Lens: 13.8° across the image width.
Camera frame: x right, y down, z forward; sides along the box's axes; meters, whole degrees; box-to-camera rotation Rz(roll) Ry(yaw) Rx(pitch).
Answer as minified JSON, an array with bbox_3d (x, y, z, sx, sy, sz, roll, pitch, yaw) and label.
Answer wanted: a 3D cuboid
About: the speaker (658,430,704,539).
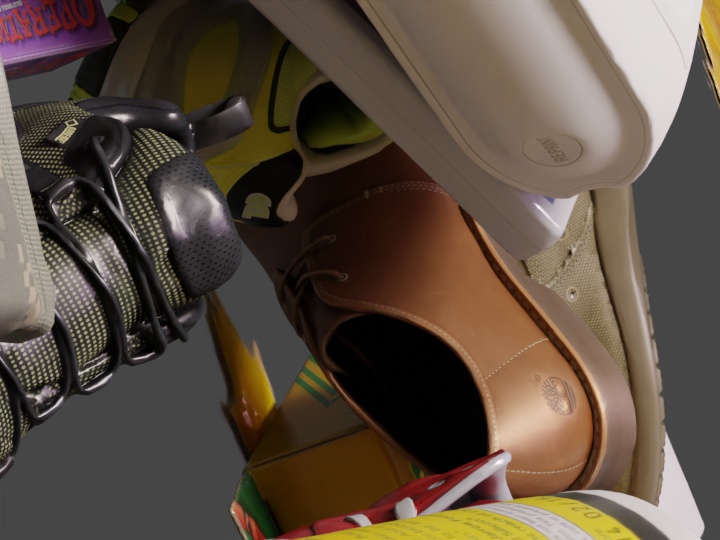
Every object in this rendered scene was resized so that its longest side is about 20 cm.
[{"bbox_3d":[0.062,0.026,1.163,0.201,0.081,0.081,67,17,-7],"label":"speaker"}]

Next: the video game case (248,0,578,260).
[{"bbox_3d":[0.008,-0.124,0.902,0.200,0.023,0.183,44,39,-15],"label":"video game case"}]

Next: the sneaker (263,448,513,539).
[{"bbox_3d":[-0.007,0.101,0.806,0.200,0.112,0.072,-26,98,-71],"label":"sneaker"}]

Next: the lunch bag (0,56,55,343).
[{"bbox_3d":[-0.155,-0.070,0.542,0.164,0.117,0.201,-3,78,-71],"label":"lunch bag"}]

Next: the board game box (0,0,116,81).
[{"bbox_3d":[-0.138,-0.097,0.728,0.200,0.032,0.121,-21,86,-64],"label":"board game box"}]

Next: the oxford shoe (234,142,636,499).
[{"bbox_3d":[0.000,0.000,0.941,0.071,0.072,0.200,-6,40,-45],"label":"oxford shoe"}]

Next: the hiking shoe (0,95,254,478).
[{"bbox_3d":[-0.083,0.000,0.708,0.076,0.100,0.200,62,19,-20],"label":"hiking shoe"}]

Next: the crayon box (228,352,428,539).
[{"bbox_3d":[0.020,0.090,1.010,0.128,0.051,0.200,66,18,-14],"label":"crayon box"}]

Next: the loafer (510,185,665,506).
[{"bbox_3d":[0.072,0.004,1.087,0.076,0.067,0.202,-64,147,-80],"label":"loafer"}]

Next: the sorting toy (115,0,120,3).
[{"bbox_3d":[-0.075,-0.172,0.943,0.200,0.036,0.187,33,58,-74],"label":"sorting toy"}]

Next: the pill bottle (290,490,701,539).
[{"bbox_3d":[-0.005,0.117,0.696,0.199,0.111,0.112,-5,73,-41],"label":"pill bottle"}]

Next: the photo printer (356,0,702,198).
[{"bbox_3d":[0.037,-0.131,0.821,0.200,0.069,0.167,52,37,-42],"label":"photo printer"}]

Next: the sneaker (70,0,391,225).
[{"bbox_3d":[-0.011,-0.071,0.928,0.076,0.076,0.200,34,45,12],"label":"sneaker"}]
